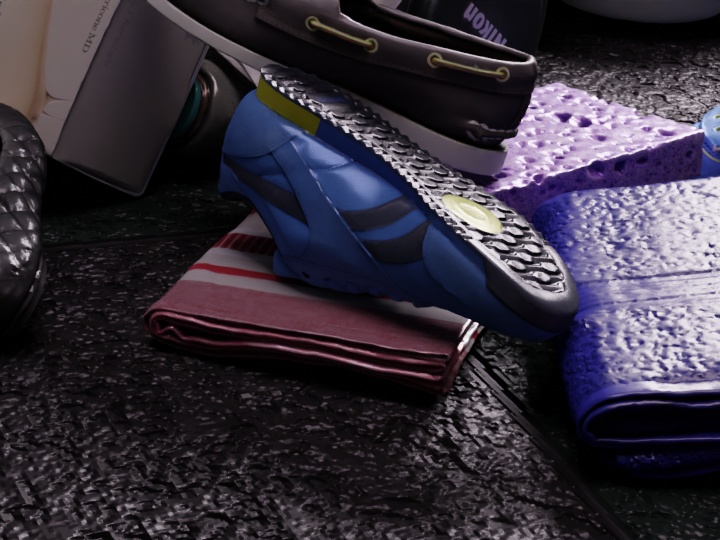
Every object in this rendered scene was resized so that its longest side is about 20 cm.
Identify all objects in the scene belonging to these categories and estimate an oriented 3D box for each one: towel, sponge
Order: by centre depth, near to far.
[{"bbox_3d":[0.155,0.021,0.879,0.146,0.050,0.201,-5,27,0],"label":"towel"},{"bbox_3d":[0.000,0.000,0.945,0.143,0.023,0.200,10,24,15],"label":"towel"},{"bbox_3d":[0.069,-0.055,1.015,0.199,0.030,0.111,-16,28,-37],"label":"sponge"}]

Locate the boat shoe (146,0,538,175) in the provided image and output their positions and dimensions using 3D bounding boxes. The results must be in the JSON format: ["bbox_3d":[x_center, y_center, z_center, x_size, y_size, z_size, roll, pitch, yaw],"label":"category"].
[{"bbox_3d":[-0.011,-0.116,0.961,0.200,0.061,0.072,26,19,4],"label":"boat shoe"}]

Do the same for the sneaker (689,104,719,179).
[{"bbox_3d":[0.224,-0.042,1.036,0.104,0.076,0.200,-10,23,13],"label":"sneaker"}]

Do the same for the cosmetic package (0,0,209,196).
[{"bbox_3d":[-0.181,-0.126,1.065,0.199,0.104,0.073,25,1,40],"label":"cosmetic package"}]

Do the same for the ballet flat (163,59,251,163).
[{"bbox_3d":[-0.134,-0.106,1.116,0.199,0.068,0.063,27,7,37],"label":"ballet flat"}]

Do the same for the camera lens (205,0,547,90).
[{"bbox_3d":[-0.006,-0.162,1.122,0.199,0.162,0.159,23,31,35],"label":"camera lens"}]

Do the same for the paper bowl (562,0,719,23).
[{"bbox_3d":[0.200,-0.241,1.392,0.198,0.105,0.201,4,25,-2],"label":"paper bowl"}]

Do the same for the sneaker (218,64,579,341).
[{"bbox_3d":[0.012,-0.013,0.886,0.200,0.079,0.066,37,20,30],"label":"sneaker"}]

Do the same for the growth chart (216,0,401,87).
[{"bbox_3d":[-0.051,-0.173,1.047,0.200,0.146,0.018,38,13,33],"label":"growth chart"}]

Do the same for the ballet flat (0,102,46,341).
[{"bbox_3d":[-0.182,-0.036,0.926,0.057,0.067,0.200,33,16,-28],"label":"ballet flat"}]
